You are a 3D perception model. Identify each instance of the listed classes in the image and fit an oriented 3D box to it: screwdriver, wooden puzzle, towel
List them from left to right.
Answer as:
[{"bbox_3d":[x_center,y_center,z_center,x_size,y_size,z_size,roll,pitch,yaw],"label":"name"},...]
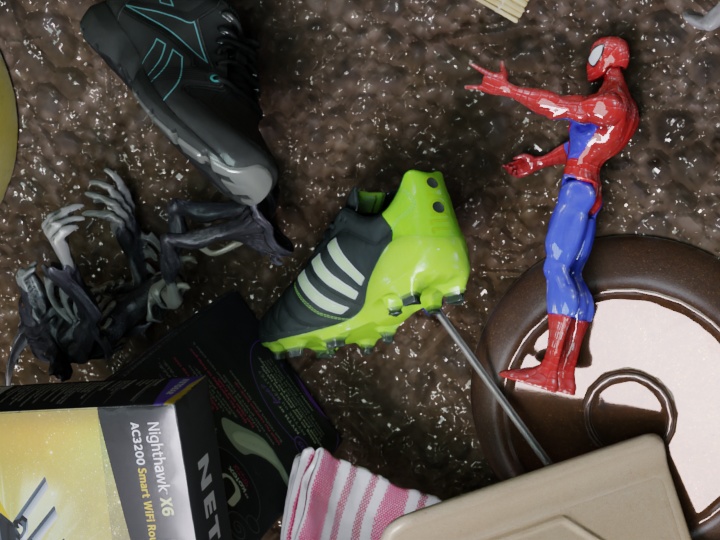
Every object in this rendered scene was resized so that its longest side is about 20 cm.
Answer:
[{"bbox_3d":[0.040,0.194,1.157,0.199,0.147,0.030,23,144,-25],"label":"towel"},{"bbox_3d":[0.054,0.038,1.200,0.028,0.029,0.201,-34,84,-11],"label":"screwdriver"},{"bbox_3d":[0.115,0.210,1.140,0.184,0.037,0.201,-15,89,-22],"label":"wooden puzzle"}]

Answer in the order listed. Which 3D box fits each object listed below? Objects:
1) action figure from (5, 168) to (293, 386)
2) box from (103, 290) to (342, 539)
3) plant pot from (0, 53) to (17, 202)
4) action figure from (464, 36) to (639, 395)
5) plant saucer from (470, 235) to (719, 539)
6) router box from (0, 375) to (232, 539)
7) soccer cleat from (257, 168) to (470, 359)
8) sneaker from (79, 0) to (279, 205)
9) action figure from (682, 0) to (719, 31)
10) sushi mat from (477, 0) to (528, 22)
[{"bbox_3d":[-0.143,-0.007,1.215,0.199,0.119,0.102,-27,106,10],"label":"action figure"},{"bbox_3d":[-0.108,0.109,1.184,0.106,0.200,0.123,-36,92,20],"label":"box"},{"bbox_3d":[-0.326,-0.082,1.229,0.199,0.142,0.202,4,105,14],"label":"plant pot"},{"bbox_3d":[0.098,-0.040,1.152,0.098,0.065,0.201,16,90,20],"label":"action figure"},{"bbox_3d":[0.158,0.081,1.193,0.199,0.034,0.202,4,105,15],"label":"plant saucer"},{"bbox_3d":[-0.146,0.160,1.072,0.156,0.052,0.201,-5,103,17],"label":"router box"},{"bbox_3d":[0.000,0.000,1.173,0.200,0.067,0.082,-29,65,56],"label":"soccer cleat"},{"bbox_3d":[-0.092,-0.114,1.152,0.079,0.075,0.200,-40,49,1],"label":"sneaker"},{"bbox_3d":[0.295,-0.147,1.064,0.200,0.105,0.194,42,119,3],"label":"action figure"},{"bbox_3d":[0.031,-0.220,1.112,0.199,0.012,0.096,26,109,-23],"label":"sushi mat"}]
